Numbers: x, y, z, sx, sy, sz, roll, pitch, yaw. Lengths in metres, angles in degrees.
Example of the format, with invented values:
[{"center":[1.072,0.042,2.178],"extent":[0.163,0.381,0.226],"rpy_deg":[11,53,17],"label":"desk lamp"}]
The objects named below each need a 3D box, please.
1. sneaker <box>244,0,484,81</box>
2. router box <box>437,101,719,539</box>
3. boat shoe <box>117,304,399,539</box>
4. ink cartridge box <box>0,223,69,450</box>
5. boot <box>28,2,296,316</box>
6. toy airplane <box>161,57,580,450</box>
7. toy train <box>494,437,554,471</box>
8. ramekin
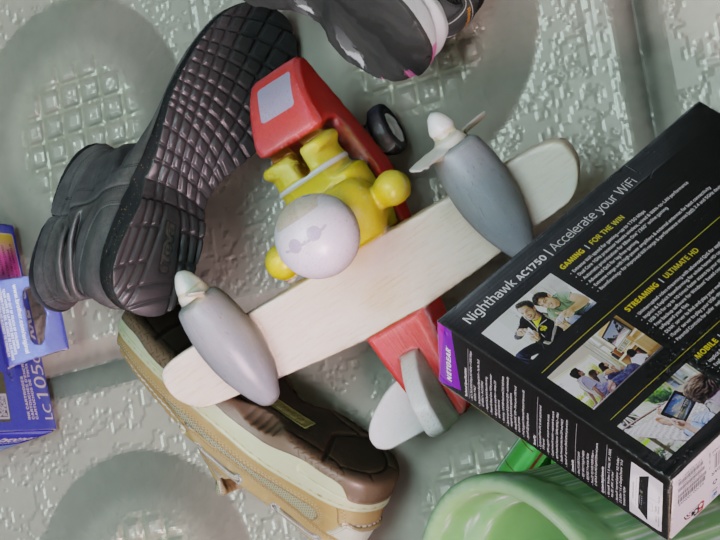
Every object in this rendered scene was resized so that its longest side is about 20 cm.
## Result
[{"center":[-0.015,-0.180,1.560],"extent":[0.200,0.086,0.080],"rpy_deg":[41,140,19],"label":"sneaker"},{"center":[0.158,0.019,1.375],"extent":[0.149,0.200,0.051],"rpy_deg":[35,149,30],"label":"router box"},{"center":[-0.069,0.094,1.594],"extent":[0.200,0.072,0.076],"rpy_deg":[38,124,31],"label":"boat shoe"},{"center":[-0.269,0.052,1.720],"extent":[0.200,0.076,0.136],"rpy_deg":[-20,77,33],"label":"ink cartridge box"},{"center":[-0.123,-0.068,1.630],"extent":[0.132,0.070,0.200],"rpy_deg":[8,65,58],"label":"boot"},{"center":[0.000,0.000,1.501],"extent":[0.199,0.141,0.200],"rpy_deg":[19,91,24],"label":"toy airplane"},{"center":[0.081,0.130,1.504],"extent":[0.200,0.042,0.056],"rpy_deg":[-55,50,19],"label":"toy train"},{"center":[0.123,0.183,1.394],"extent":[0.200,0.098,0.200],"rpy_deg":[35,134,47],"label":"ramekin"}]
